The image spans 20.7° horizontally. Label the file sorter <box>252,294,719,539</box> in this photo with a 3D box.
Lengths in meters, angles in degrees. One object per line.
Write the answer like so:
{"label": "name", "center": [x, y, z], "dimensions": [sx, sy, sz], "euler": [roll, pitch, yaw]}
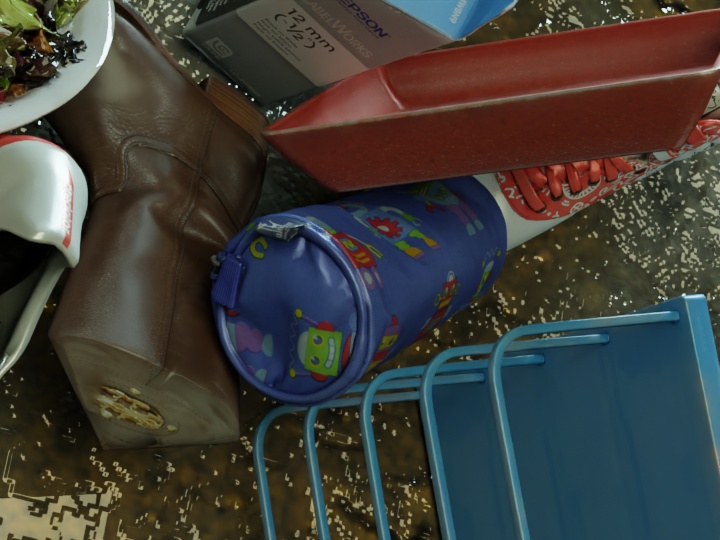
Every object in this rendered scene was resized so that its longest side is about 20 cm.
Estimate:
{"label": "file sorter", "center": [0.056, 0.103, 0.870], "dimensions": [0.122, 0.199, 0.140], "euler": [-3, 78, -35]}

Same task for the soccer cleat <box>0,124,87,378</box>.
{"label": "soccer cleat", "center": [-0.179, 0.031, 0.795], "dimensions": [0.068, 0.200, 0.085], "euler": [32, 21, -32]}

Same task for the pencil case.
{"label": "pencil case", "center": [0.000, 0.000, 0.894], "dimensions": [0.086, 0.079, 0.200], "euler": [31, 21, 14]}

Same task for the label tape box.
{"label": "label tape box", "center": [0.018, -0.166, 0.923], "dimensions": [0.066, 0.199, 0.144], "euler": [40, 63, -23]}

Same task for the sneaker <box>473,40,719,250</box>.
{"label": "sneaker", "center": [0.119, -0.069, 1.005], "dimensions": [0.200, 0.108, 0.068], "euler": [-25, 89, -29]}

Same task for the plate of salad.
{"label": "plate of salad", "center": [-0.199, -0.125, 0.817], "dimensions": [0.198, 0.048, 0.201], "euler": [10, 42, -9]}

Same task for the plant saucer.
{"label": "plant saucer", "center": [0.076, -0.078, 0.905], "dimensions": [0.200, 0.198, 0.037], "euler": [-46, 127, -69]}

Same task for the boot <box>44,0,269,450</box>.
{"label": "boot", "center": [-0.122, -0.027, 0.863], "dimensions": [0.185, 0.064, 0.201], "euler": [27, 46, -21]}
